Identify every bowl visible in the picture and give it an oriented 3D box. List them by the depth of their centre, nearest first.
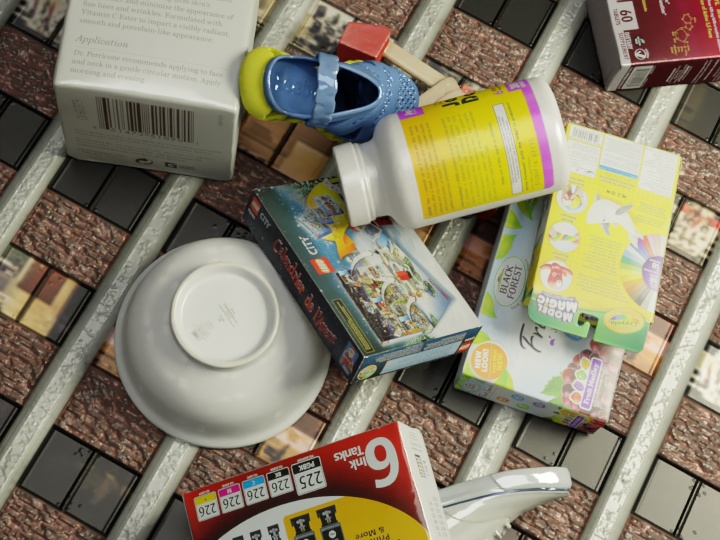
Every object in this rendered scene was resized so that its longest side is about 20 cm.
[{"bbox_3d":[-0.121,0.051,1.265,0.199,0.090,0.203,2,70,-6],"label":"bowl"}]

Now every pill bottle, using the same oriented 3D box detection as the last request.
[{"bbox_3d":[0.079,-0.099,1.259,0.198,0.104,0.105,-15,73,-1],"label":"pill bottle"}]

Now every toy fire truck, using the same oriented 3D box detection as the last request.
[{"bbox_3d":[0.057,-0.145,1.373,0.198,0.049,0.142,20,71,1],"label":"toy fire truck"}]

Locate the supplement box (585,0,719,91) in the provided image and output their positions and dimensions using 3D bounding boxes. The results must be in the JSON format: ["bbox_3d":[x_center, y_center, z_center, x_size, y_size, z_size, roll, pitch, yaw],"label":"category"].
[{"bbox_3d":[0.338,-0.249,1.434,0.198,0.061,0.110,-7,72,-10],"label":"supplement box"}]

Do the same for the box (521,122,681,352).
[{"bbox_3d":[0.220,-0.026,1.298,0.116,0.048,0.202,16,65,-1],"label":"box"}]

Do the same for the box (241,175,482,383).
[{"bbox_3d":[0.000,0.000,1.270,0.136,0.038,0.201,-12,55,-36],"label":"box"}]

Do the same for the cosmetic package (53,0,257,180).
[{"bbox_3d":[-0.181,-0.214,1.307,0.163,0.165,0.202,9,71,-4],"label":"cosmetic package"}]

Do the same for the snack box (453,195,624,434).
[{"bbox_3d":[0.182,0.033,1.324,0.141,0.053,0.202,18,69,1],"label":"snack box"}]

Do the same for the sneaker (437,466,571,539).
[{"bbox_3d":[0.093,0.224,1.245,0.198,0.073,0.071,-15,75,-1],"label":"sneaker"}]

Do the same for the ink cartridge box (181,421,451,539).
[{"bbox_3d":[-0.026,0.242,1.179,0.198,0.084,0.177,-20,74,11],"label":"ink cartridge box"}]

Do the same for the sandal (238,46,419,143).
[{"bbox_3d":[-0.011,-0.153,1.257,0.199,0.087,0.080,-4,97,-48],"label":"sandal"}]
